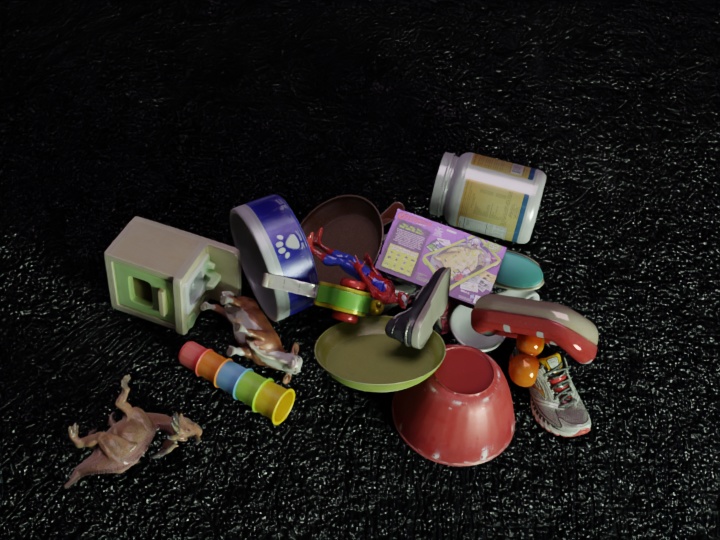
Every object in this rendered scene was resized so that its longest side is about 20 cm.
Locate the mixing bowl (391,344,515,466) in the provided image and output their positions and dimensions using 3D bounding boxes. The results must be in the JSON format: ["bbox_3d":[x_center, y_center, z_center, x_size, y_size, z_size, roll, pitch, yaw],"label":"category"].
[{"bbox_3d":[0.151,0.188,1.388,0.198,0.109,0.201,3,43,-3],"label":"mixing bowl"}]

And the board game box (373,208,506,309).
[{"bbox_3d":[0.135,-0.018,1.506,0.198,0.032,0.121,21,74,8],"label":"board game box"}]

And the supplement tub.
[{"bbox_3d":[0.243,-0.143,1.711,0.198,0.146,0.145,16,44,9],"label":"supplement tub"}]

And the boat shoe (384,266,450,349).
[{"bbox_3d":[0.094,0.049,1.397,0.062,0.073,0.200,10,33,19],"label":"boat shoe"}]

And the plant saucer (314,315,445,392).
[{"bbox_3d":[0.029,0.129,1.349,0.198,0.031,0.200,0,26,0],"label":"plant saucer"}]

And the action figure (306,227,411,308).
[{"bbox_3d":[0.000,0.000,1.460,0.199,0.052,0.065,37,18,9],"label":"action figure"}]

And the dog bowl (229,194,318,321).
[{"bbox_3d":[-0.145,-0.022,1.494,0.078,0.201,0.201,-23,50,-17],"label":"dog bowl"}]

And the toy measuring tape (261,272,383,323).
[{"bbox_3d":[-0.052,0.038,1.385,0.198,0.074,0.074,15,41,-18],"label":"toy measuring tape"}]

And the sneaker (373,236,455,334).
[{"bbox_3d":[0.096,0.027,1.565,0.201,0.075,0.080,57,26,16],"label":"sneaker"}]

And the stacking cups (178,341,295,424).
[{"bbox_3d":[-0.201,0.174,1.401,0.199,0.061,0.061,22,46,21],"label":"stacking cups"}]

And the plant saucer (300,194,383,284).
[{"bbox_3d":[-0.038,-0.038,1.590,0.199,0.037,0.202,-16,58,27],"label":"plant saucer"}]

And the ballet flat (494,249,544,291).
[{"bbox_3d":[0.219,-0.006,1.550,0.198,0.062,0.068,12,82,5],"label":"ballet flat"}]

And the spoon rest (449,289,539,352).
[{"bbox_3d":[0.237,0.074,1.545,0.199,0.061,0.099,-28,64,-32],"label":"spoon rest"}]

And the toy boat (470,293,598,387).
[{"bbox_3d":[0.265,0.115,1.386,0.198,0.130,0.132,9,83,27],"label":"toy boat"}]

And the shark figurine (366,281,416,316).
[{"bbox_3d":[0.000,0.091,1.476,0.127,0.090,0.216,7,57,27],"label":"shark figurine"}]

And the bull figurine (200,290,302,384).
[{"bbox_3d":[-0.174,0.104,1.448,0.121,0.065,0.200,27,13,-47],"label":"bull figurine"}]

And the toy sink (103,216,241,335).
[{"bbox_3d":[-0.312,0.017,1.491,0.198,0.131,0.112,18,45,10],"label":"toy sink"}]

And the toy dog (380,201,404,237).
[{"bbox_3d":[0.064,-0.069,1.648,0.198,0.097,0.132,14,44,7],"label":"toy dog"}]

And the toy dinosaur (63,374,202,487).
[{"bbox_3d":[-0.332,0.249,1.289,0.135,0.086,0.200,35,56,18],"label":"toy dinosaur"}]

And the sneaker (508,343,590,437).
[{"bbox_3d":[0.302,0.181,1.431,0.077,0.083,0.201,-14,48,-20],"label":"sneaker"}]
